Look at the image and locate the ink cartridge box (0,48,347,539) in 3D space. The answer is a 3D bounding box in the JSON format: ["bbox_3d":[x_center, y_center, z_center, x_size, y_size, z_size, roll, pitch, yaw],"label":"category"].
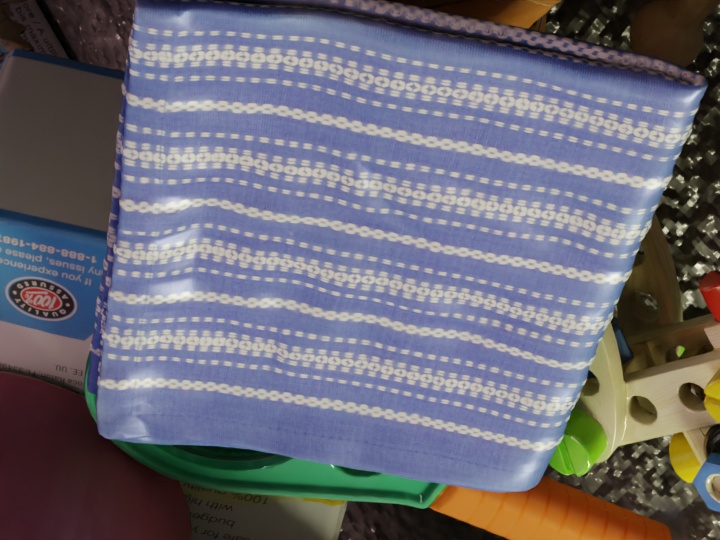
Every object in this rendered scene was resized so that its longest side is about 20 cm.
[{"bbox_3d":[-0.068,0.036,0.828,0.143,0.085,0.201,12,134,-1],"label":"ink cartridge box"}]

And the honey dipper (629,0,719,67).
[{"bbox_3d":[0.125,-0.117,0.656,0.038,0.038,0.200,50,143,9],"label":"honey dipper"}]

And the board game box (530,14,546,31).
[{"bbox_3d":[0.016,-0.064,0.805,0.095,0.030,0.201,28,130,30],"label":"board game box"}]

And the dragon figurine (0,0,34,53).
[{"bbox_3d":[-0.167,-0.081,0.813,0.059,0.099,0.200,59,-177,-24],"label":"dragon figurine"}]

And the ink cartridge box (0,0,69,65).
[{"bbox_3d":[-0.170,-0.027,0.981,0.164,0.075,0.201,-27,93,49],"label":"ink cartridge box"}]

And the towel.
[{"bbox_3d":[0.000,0.000,0.655,0.144,0.024,0.201,10,145,-3],"label":"towel"}]

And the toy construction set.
[{"bbox_3d":[0.110,0.006,0.703,0.199,0.092,0.132,-10,113,58],"label":"toy construction set"}]

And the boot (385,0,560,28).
[{"bbox_3d":[0.011,-0.077,0.657,0.199,0.155,0.077,-28,89,29],"label":"boot"}]

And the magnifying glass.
[{"bbox_3d":[0.007,0.058,0.763,0.199,0.023,0.080,21,134,-16],"label":"magnifying glass"}]

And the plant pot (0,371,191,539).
[{"bbox_3d":[-0.131,0.138,0.753,0.198,0.180,0.201,7,135,7],"label":"plant pot"}]
